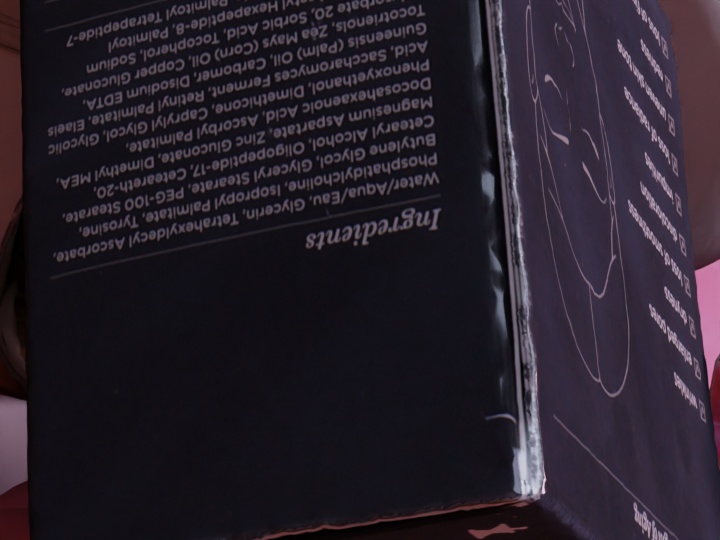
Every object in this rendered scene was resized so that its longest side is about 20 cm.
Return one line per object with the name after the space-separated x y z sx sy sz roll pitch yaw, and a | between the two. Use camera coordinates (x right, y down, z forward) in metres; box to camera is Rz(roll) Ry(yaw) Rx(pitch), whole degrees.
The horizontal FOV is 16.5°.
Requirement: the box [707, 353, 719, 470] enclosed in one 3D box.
0.178 0.039 0.770 0.102 0.095 0.200 16 29 19 | box

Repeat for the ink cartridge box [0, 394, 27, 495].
-0.141 0.114 0.701 0.199 0.041 0.201 19 45 -34 | ink cartridge box

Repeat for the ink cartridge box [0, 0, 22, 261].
-0.138 -0.056 0.724 0.084 0.146 0.200 18 27 -15 | ink cartridge box

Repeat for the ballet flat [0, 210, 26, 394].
-0.086 -0.005 0.759 0.067 0.201 0.063 17 47 3 | ballet flat

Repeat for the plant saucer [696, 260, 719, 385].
0.124 0.017 0.927 0.199 0.051 0.202 22 43 -22 | plant saucer

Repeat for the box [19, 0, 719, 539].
0.010 -0.003 0.627 0.200 0.123 0.198 44 37 -62 | box

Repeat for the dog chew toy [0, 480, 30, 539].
-0.090 0.118 0.620 0.125 0.124 0.200 44 27 -7 | dog chew toy

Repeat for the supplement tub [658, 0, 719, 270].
0.128 -0.091 0.876 0.200 0.144 0.145 -28 79 -48 | supplement tub
